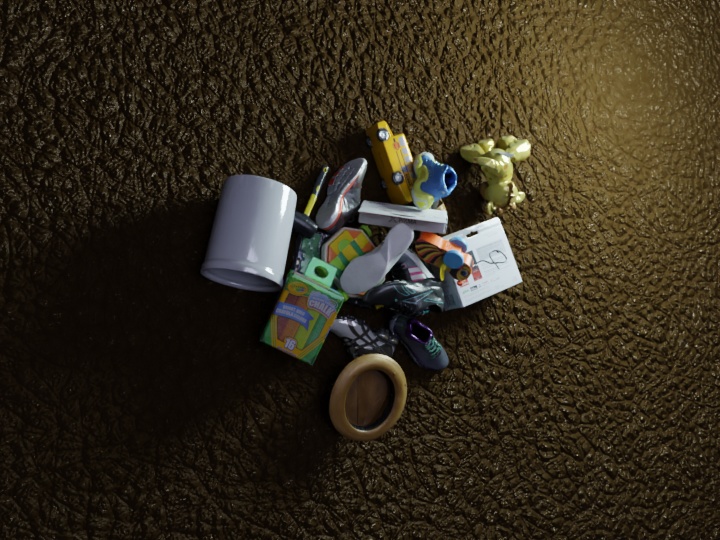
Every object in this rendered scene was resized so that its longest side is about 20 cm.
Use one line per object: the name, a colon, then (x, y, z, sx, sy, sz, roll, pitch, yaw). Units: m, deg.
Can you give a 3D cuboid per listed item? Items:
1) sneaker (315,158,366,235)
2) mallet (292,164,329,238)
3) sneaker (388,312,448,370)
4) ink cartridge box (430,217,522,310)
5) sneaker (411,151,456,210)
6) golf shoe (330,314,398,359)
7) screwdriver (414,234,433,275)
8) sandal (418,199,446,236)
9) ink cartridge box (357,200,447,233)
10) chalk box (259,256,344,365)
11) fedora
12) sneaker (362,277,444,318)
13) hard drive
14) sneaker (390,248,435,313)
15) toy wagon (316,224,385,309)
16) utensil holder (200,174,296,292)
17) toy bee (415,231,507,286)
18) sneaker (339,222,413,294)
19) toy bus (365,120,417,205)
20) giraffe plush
sneaker: (-0.033, -0.165, 1.614, 0.082, 0.077, 0.201, 41, 71, -39)
mallet: (-0.099, -0.155, 1.565, 0.066, 0.041, 0.201, 37, 52, -14)
sneaker: (0.151, 0.176, 1.630, 0.200, 0.087, 0.075, 42, 72, -27)
ink cartridge box: (0.278, -0.018, 1.734, 0.199, 0.084, 0.177, -19, 90, -28)
sneaker: (0.179, -0.218, 1.622, 0.076, 0.104, 0.201, 53, 31, -35)
golf shoe: (-0.007, 0.161, 1.569, 0.199, 0.078, 0.095, 22, 74, -22)
screwdriver: (0.141, -0.065, 1.709, 0.029, 0.028, 0.201, -7, 79, -57)
sandal: (0.179, -0.125, 1.686, 0.054, 0.082, 0.201, 6, 62, 16)
ink cartridge box: (0.095, -0.114, 1.562, 0.198, 0.174, 0.044, 8, 105, 4)
chalk box: (-0.114, 0.074, 1.459, 0.124, 0.124, 0.201, 25, 90, -8)
fedora: (0.007, 0.273, 1.545, 0.199, 0.082, 0.202, -5, 103, -22)
sneaker: (0.101, 0.063, 1.546, 0.199, 0.075, 0.080, -5, 74, -23)
hard drive: (-0.058, -0.003, 1.586, 0.199, 0.038, 0.141, 15, 76, -25)
sneaker: (0.100, 0.034, 1.641, 0.200, 0.083, 0.121, 46, 57, -16)
toy wagon: (0.000, 0.000, 1.572, 0.155, 0.040, 0.200, -44, 103, -24)
utensil holder: (-0.226, -0.075, 1.438, 0.169, 0.170, 0.201, 15, 75, -24)
toy bee: (0.215, -0.013, 1.604, 0.199, 0.109, 0.131, 33, 46, 23)
sneaker: (0.041, -0.018, 1.537, 0.200, 0.089, 0.075, -41, 83, -2)
toy bus: (0.082, -0.258, 1.676, 0.078, 0.065, 0.201, -21, 93, -28)
giraffe plush: (0.352, -0.235, 1.770, 0.171, 0.200, 0.163, -10, 115, 2)
